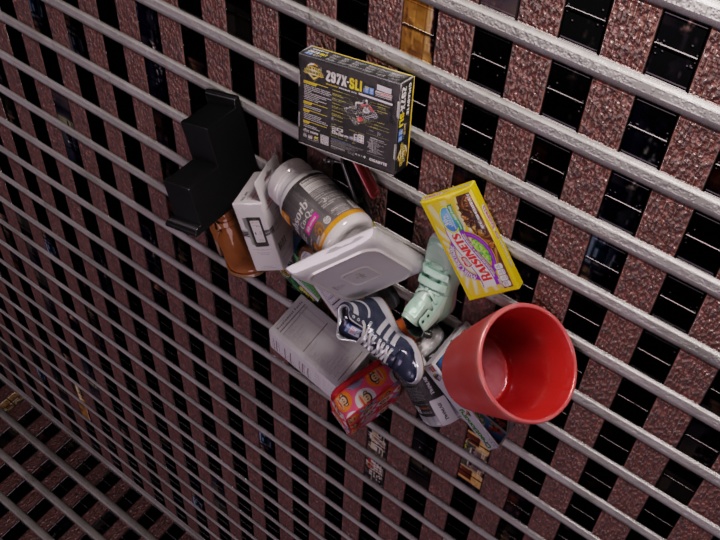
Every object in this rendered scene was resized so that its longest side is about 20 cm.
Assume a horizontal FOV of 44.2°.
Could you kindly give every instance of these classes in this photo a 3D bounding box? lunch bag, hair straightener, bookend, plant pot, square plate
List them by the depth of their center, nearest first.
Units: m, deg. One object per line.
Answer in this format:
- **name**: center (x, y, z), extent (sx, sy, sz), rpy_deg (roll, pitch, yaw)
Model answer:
- **plant pot**: center (0.241, 0.167, 1.521), extent (0.201, 0.200, 0.177), rpy_deg (51, 154, -7)
- **hair straightener**: center (-0.042, -0.207, 1.554), extent (0.076, 0.041, 0.202), rpy_deg (-16, 113, 34)
- **square plate**: center (0.000, 0.000, 1.574), extent (0.196, 0.029, 0.199), rpy_deg (-24, 150, 26)
- **bookend**: center (-0.305, -0.209, 1.711), extent (0.091, 0.200, 0.201), rpy_deg (18, 138, 33)
- **lunch bag**: center (0.025, 0.255, 1.840), extent (0.082, 0.175, 0.201), rpy_deg (53, 167, 17)

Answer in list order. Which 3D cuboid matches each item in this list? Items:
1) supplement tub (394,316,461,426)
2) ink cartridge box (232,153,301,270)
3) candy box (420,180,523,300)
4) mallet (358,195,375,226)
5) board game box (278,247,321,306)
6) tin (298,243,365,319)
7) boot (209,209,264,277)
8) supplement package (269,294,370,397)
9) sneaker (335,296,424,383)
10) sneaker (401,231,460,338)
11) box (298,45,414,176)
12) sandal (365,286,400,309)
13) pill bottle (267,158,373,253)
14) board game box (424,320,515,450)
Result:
- **supplement tub**: center (0.131, 0.188, 1.703), extent (0.122, 0.123, 0.202), rpy_deg (-7, 120, 50)
- **ink cartridge box**: center (-0.186, -0.114, 1.737), extent (0.067, 0.117, 0.202), rpy_deg (0, 127, 21)
- **candy box**: center (0.185, -0.046, 1.477), extent (0.101, 0.026, 0.202), rpy_deg (-14, 114, 37)
- **mallet**: center (0.014, -0.083, 1.642), extent (0.065, 0.041, 0.202), rpy_deg (-7, 114, 52)
- **board game box**: center (-0.149, -0.017, 1.888), extent (0.200, 0.023, 0.105), rpy_deg (44, 145, 5)
- **tin**: center (-0.054, 0.029, 1.774), extent (0.201, 0.042, 0.112), rpy_deg (54, 159, 2)
- **boot**: center (-0.273, -0.082, 1.888), extent (0.199, 0.073, 0.157), rpy_deg (33, 140, 44)
- **supplement package**: center (-0.088, 0.168, 1.913), extent (0.199, 0.114, 0.110), rpy_deg (39, 159, 13)
- **sneaker**: center (0.028, 0.128, 1.594), extent (0.201, 0.107, 0.071), rpy_deg (56, 131, 36)
- **sneaker**: center (0.123, 0.034, 1.562), extent (0.073, 0.118, 0.203), rpy_deg (27, 140, 28)
- **box**: center (-0.011, -0.261, 1.443), extent (0.198, 0.049, 0.162), rpy_deg (22, 127, 25)
- **sandal**: center (0.009, 0.014, 1.739), extent (0.199, 0.043, 0.077), rpy_deg (29, 143, 43)
- **pill bottle**: center (-0.077, -0.109, 1.614), extent (0.200, 0.115, 0.117), rpy_deg (44, 149, 29)
- **board game box**: center (0.217, 0.211, 1.630), extent (0.201, 0.126, 0.034), rpy_deg (52, 145, -7)
